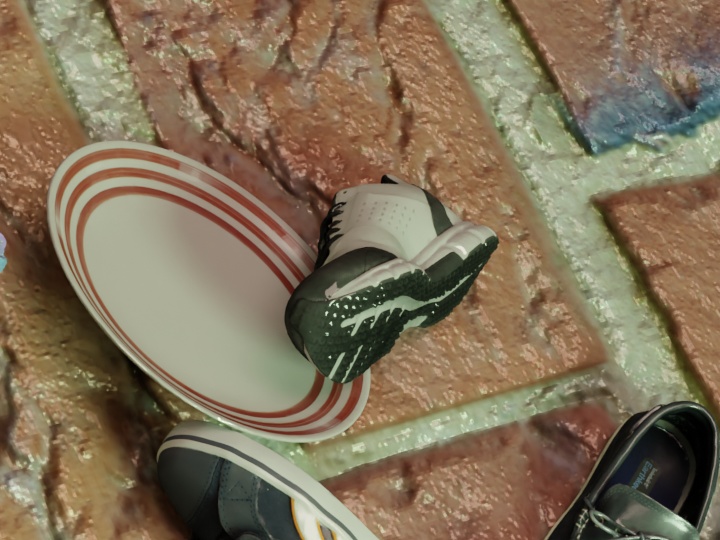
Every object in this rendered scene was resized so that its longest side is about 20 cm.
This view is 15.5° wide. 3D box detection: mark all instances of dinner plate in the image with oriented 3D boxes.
[{"bbox_3d":[-0.080,0.014,1.353,0.200,0.024,0.201,29,31,-20],"label":"dinner plate"}]

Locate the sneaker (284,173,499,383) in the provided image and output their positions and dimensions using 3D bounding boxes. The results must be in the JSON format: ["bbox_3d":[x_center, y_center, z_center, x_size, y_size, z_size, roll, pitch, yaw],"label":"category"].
[{"bbox_3d":[0.000,0.000,1.388,0.080,0.074,0.200,38,22,11],"label":"sneaker"}]

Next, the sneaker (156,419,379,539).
[{"bbox_3d":[-0.030,0.157,1.279,0.200,0.079,0.079,37,58,6],"label":"sneaker"}]

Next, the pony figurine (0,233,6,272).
[{"bbox_3d":[-0.246,-0.024,1.251,0.193,0.166,0.201,41,35,-43],"label":"pony figurine"}]

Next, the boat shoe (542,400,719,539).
[{"bbox_3d":[0.140,0.145,1.393,0.074,0.062,0.200,35,51,-6],"label":"boat shoe"}]
